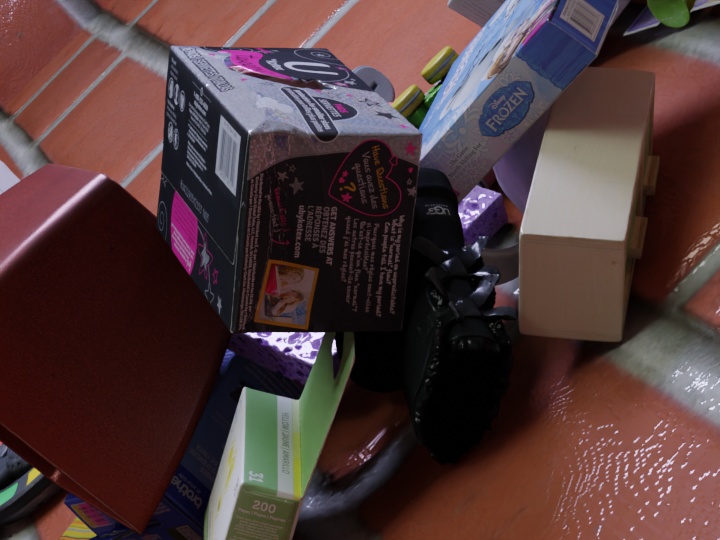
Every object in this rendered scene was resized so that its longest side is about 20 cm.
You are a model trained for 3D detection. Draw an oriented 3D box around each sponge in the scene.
[{"bbox_3d":[0.000,0.000,1.597,0.111,0.030,0.200,23,54,40],"label":"sponge"}]

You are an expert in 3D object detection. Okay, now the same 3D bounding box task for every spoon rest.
[{"bbox_3d":[0.111,-0.059,1.550,0.099,0.060,0.200,99,-167,-46],"label":"spoon rest"}]

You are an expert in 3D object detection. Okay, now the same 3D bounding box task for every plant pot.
[{"bbox_3d":[-0.201,0.037,1.549,0.176,0.200,0.200,-54,24,-11],"label":"plant pot"}]

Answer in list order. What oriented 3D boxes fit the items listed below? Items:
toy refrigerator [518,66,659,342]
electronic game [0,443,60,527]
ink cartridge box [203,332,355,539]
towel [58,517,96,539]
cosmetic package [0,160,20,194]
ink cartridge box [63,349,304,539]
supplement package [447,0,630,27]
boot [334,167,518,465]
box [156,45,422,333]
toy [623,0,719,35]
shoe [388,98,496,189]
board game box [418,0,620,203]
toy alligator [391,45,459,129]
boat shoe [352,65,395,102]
[{"bbox_3d":[0.146,-0.045,1.402,0.070,0.076,0.200,4,35,10],"label":"toy refrigerator"},{"bbox_3d":[-0.278,0.148,1.967,0.200,0.042,0.200,-39,20,17],"label":"electronic game"},{"bbox_3d":[-0.054,0.109,1.426,0.146,0.048,0.200,-96,21,-68],"label":"ink cartridge box"},{"bbox_3d":[-0.195,0.176,1.770,0.200,0.018,0.086,-53,21,-25],"label":"towel"},{"bbox_3d":[-0.398,0.028,2.284,0.200,0.165,0.165,-36,20,20],"label":"cosmetic package"},{"bbox_3d":[-0.124,0.133,1.626,0.136,0.076,0.200,-19,33,53],"label":"ink cartridge box"},{"bbox_3d":[0.170,-0.264,1.691,0.200,0.117,0.117,-54,6,50],"label":"supplement package"},{"bbox_3d":[0.040,0.051,1.422,0.163,0.073,0.199,-107,22,-43],"label":"boot"},{"bbox_3d":[-0.047,-0.056,1.407,0.200,0.114,0.132,-133,46,-62],"label":"box"},{"bbox_3d":[0.270,-0.263,1.677,0.115,0.047,0.200,-15,35,55],"label":"toy"},{"bbox_3d":[0.074,-0.114,1.749,0.091,0.071,0.200,-44,24,-3],"label":"shoe"},{"bbox_3d":[0.104,-0.139,1.490,0.199,0.043,0.200,-49,9,38],"label":"board game box"},{"bbox_3d":[0.077,-0.138,1.656,0.200,0.059,0.054,-48,9,-15],"label":"toy alligator"},{"bbox_3d":[-0.031,-0.099,1.956,0.067,0.074,0.200,-47,1,45],"label":"boat shoe"}]
